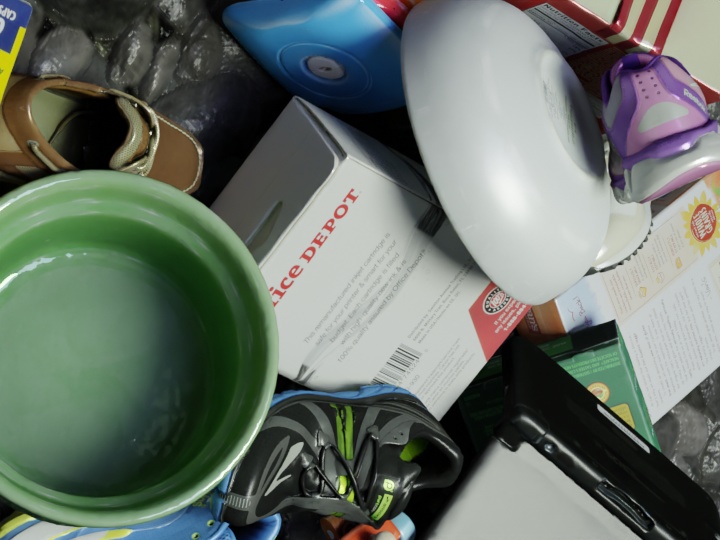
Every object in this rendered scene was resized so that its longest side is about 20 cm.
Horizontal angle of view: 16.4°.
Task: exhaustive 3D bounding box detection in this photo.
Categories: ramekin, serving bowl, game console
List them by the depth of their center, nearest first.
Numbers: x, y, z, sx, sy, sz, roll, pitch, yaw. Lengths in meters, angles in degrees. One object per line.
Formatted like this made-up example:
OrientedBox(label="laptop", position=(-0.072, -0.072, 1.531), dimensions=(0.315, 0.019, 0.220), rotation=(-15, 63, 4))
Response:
OrientedBox(label="ramekin", position=(-0.151, 0.052, 1.419), dimensions=(0.199, 0.098, 0.201), rotation=(3, 76, -11))
OrientedBox(label="serving bowl", position=(0.101, -0.084, 1.529), dimensions=(0.200, 0.066, 0.201), rotation=(45, 32, -40))
OrientedBox(label="game console", position=(0.135, 0.171, 1.631), dimensions=(0.200, 0.176, 0.116), rotation=(40, 111, -17))

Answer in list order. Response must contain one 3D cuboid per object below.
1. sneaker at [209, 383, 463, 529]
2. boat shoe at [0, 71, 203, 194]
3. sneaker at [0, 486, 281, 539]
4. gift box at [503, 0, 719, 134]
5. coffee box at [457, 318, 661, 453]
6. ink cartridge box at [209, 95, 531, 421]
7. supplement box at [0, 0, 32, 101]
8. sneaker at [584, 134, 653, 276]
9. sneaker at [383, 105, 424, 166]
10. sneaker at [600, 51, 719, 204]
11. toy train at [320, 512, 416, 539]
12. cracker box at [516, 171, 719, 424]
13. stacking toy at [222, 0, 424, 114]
OrientedBox(label="sneaker", position=(-0.011, 0.116, 1.505), dimensions=(0.199, 0.083, 0.071), rotation=(-8, 125, -48))
OrientedBox(label="boat shoe", position=(-0.153, -0.071, 1.449), dimensions=(0.200, 0.074, 0.076), rotation=(9, 80, -55))
OrientedBox(label="sneaker", position=(-0.132, 0.164, 1.492), dimensions=(0.199, 0.105, 0.076), rotation=(-22, 111, -38))
OrientedBox(label="gift box", position=(0.156, -0.218, 1.650), dimensions=(0.184, 0.200, 0.188), rotation=(31, 73, -26))
OrientedBox(label="coffee box", position=(0.151, 0.144, 1.736), dimensions=(0.122, 0.044, 0.201), rotation=(-18, 112, 9))
OrientedBox(label="ink cartridge box", position=(0.000, 0.000, 1.568), dimensions=(0.200, 0.083, 0.147), rotation=(28, 107, -40))
OrientedBox(label="supplement box", position=(-0.276, -0.073, 1.338), dimensions=(0.109, 0.109, 0.201), rotation=(25, 79, -40))
OrientedBox(label="sneaker", position=(0.169, -0.080, 1.744), dimensions=(0.094, 0.070, 0.200), rotation=(57, 45, -23))
OrientedBox(label="sneaker", position=(0.055, -0.059, 1.656), dimensions=(0.081, 0.074, 0.200), rotation=(-49, 122, -22))
OrientedBox(label="sneaker", position=(0.184, -0.093, 1.559), dimensions=(0.080, 0.200, 0.089), rotation=(-26, 89, 2))
OrientedBox(label="toy train", position=(-0.063, 0.212, 1.553), dimensions=(0.200, 0.150, 0.056), rotation=(-35, 80, -28))
OrientedBox(label="cracker box", position=(0.204, 0.025, 1.802), dimensions=(0.200, 0.058, 0.135), rotation=(-37, 117, -33))
OrientedBox(label="stacking toy", position=(0.003, -0.209, 1.587), dimensions=(0.110, 0.116, 0.201), rotation=(42, 54, -42))
